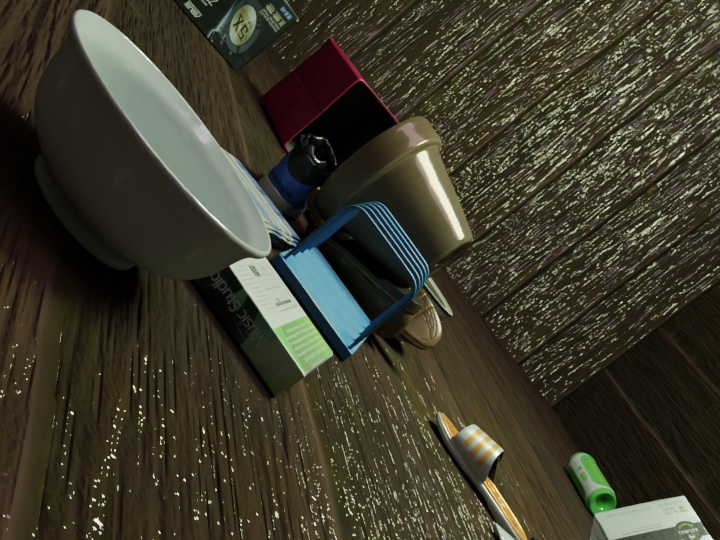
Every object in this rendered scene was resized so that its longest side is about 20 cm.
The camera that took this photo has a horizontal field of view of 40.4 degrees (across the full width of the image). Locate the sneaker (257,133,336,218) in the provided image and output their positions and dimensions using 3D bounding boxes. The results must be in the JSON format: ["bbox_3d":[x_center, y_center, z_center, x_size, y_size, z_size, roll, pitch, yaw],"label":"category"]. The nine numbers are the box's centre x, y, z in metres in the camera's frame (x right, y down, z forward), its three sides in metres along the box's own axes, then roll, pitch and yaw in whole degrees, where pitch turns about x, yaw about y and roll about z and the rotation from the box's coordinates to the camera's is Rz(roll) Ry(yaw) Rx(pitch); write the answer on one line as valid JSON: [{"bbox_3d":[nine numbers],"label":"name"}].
[{"bbox_3d":[-0.077,-0.136,1.380,0.077,0.111,0.200,52,7,1],"label":"sneaker"}]

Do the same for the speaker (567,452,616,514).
[{"bbox_3d":[0.618,0.572,2.624,0.089,0.088,0.201,50,8,-19],"label":"speaker"}]

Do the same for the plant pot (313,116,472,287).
[{"bbox_3d":[0.059,-0.078,1.341,0.176,0.199,0.200,55,8,9],"label":"plant pot"}]

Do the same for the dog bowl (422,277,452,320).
[{"bbox_3d":[0.087,0.023,1.833,0.201,0.073,0.200,53,8,-10],"label":"dog bowl"}]

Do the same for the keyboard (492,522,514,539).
[{"bbox_3d":[0.225,0.389,1.274,0.200,0.011,0.057,47,10,-43],"label":"keyboard"}]

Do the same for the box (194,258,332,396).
[{"bbox_3d":[-0.104,0.010,0.853,0.201,0.036,0.144,53,7,4],"label":"box"}]

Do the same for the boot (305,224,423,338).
[{"bbox_3d":[-0.012,0.014,1.331,0.199,0.076,0.073,41,14,17],"label":"boot"}]

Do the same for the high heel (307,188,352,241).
[{"bbox_3d":[-0.059,-0.083,1.492,0.142,0.072,0.200,43,8,8],"label":"high heel"}]

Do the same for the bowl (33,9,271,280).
[{"bbox_3d":[-0.154,-0.065,0.660,0.202,0.090,0.201,52,7,-9],"label":"bowl"}]

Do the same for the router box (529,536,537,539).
[{"bbox_3d":[0.251,0.424,1.120,0.149,0.051,0.201,48,9,-25],"label":"router box"}]

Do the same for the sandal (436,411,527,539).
[{"bbox_3d":[0.178,0.271,1.326,0.208,0.059,0.079,55,7,13],"label":"sandal"}]

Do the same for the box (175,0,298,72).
[{"bbox_3d":[-0.242,-0.515,1.875,0.200,0.163,0.087,47,9,-43],"label":"box"}]

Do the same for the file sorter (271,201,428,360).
[{"bbox_3d":[0.000,0.000,1.178,0.140,0.122,0.200,53,9,1],"label":"file sorter"}]

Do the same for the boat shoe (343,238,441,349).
[{"bbox_3d":[0.034,0.044,1.394,0.199,0.072,0.072,42,-33,15],"label":"boat shoe"}]

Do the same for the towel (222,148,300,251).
[{"bbox_3d":[-0.137,-0.089,1.138,0.148,0.024,0.200,53,5,9],"label":"towel"}]

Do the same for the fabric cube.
[{"bbox_3d":[-0.050,-0.292,1.924,0.196,0.199,0.200,45,10,-38],"label":"fabric cube"}]

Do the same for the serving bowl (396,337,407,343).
[{"bbox_3d":[0.047,0.018,1.506,0.200,0.064,0.205,-13,90,-88],"label":"serving bowl"}]

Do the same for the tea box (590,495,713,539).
[{"bbox_3d":[0.370,0.428,1.195,0.198,0.131,0.204,-114,-161,-56],"label":"tea box"}]
